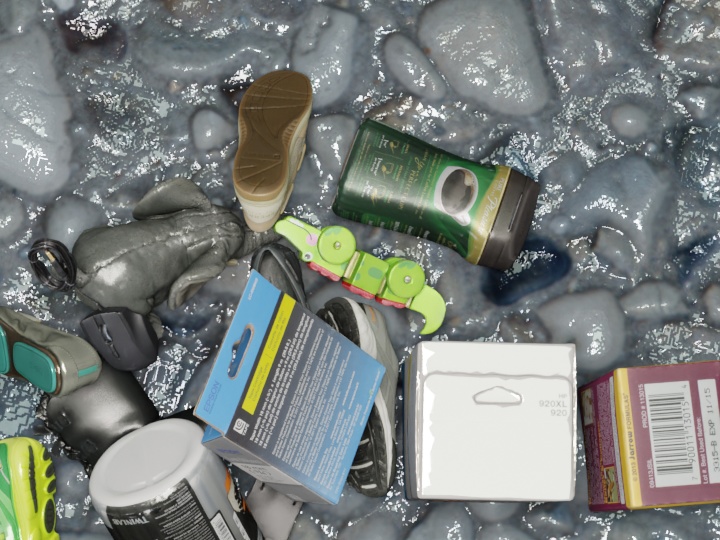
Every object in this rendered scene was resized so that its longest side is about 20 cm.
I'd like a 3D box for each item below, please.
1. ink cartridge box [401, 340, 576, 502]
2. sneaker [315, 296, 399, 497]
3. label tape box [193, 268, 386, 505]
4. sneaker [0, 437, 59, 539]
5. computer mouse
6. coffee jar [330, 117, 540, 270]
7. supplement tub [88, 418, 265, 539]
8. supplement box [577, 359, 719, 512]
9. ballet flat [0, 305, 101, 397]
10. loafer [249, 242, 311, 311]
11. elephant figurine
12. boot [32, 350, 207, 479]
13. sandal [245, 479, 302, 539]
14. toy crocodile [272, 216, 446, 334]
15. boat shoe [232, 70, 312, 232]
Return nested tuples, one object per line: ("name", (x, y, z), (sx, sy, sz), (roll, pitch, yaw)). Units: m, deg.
("ink cartridge box", (0.118, 0.149, 1.380), (0.147, 0.200, 0.145), (1, 81, -1))
("sneaker", (0.012, 0.125, 1.441), (0.074, 0.079, 0.201), (-17, 74, 39))
("label tape box", (-0.078, 0.107, 1.309), (0.200, 0.063, 0.145), (39, 62, -39))
("sneaker", (-0.345, 0.264, 1.422), (0.083, 0.074, 0.201), (-1, 85, 26))
("computer mouse", (-0.249, 0.039, 1.344), (0.058, 0.200, 0.034), (-12, 50, 22))
("coffee jar", (0.078, -0.075, 1.473), (0.200, 0.085, 0.105), (20, 78, 2))
("supplement tub", (-0.160, 0.248, 1.349), (0.122, 0.123, 0.200), (-26, 121, -6))
("supplement box", (0.280, 0.163, 1.383), (0.103, 0.200, 0.131), (-4, 81, -3))
("ballet flat", (-0.326, 0.075, 1.424), (0.064, 0.200, 0.068), (-18, 118, -41))
("loafer", (-0.074, 0.072, 1.409), (0.068, 0.070, 0.201), (-11, 84, 6))
("elephant figurine", (-0.179, -0.026, 1.420), (0.200, 0.155, 0.142), (-27, 117, 6))
("boot", (-0.212, 0.141, 1.438), (0.198, 0.073, 0.163), (-40, 83, -5))
("sandal", (-0.071, 0.195, 1.446), (0.076, 0.043, 0.201), (17, 81, 1))
("toy crocodile", (0.000, 0.000, 1.455), (0.200, 0.068, 0.062), (26, 88, -12))
("boat shoe", (-0.090, -0.125, 1.466), (0.072, 0.065, 0.200), (5, 47, 3))
